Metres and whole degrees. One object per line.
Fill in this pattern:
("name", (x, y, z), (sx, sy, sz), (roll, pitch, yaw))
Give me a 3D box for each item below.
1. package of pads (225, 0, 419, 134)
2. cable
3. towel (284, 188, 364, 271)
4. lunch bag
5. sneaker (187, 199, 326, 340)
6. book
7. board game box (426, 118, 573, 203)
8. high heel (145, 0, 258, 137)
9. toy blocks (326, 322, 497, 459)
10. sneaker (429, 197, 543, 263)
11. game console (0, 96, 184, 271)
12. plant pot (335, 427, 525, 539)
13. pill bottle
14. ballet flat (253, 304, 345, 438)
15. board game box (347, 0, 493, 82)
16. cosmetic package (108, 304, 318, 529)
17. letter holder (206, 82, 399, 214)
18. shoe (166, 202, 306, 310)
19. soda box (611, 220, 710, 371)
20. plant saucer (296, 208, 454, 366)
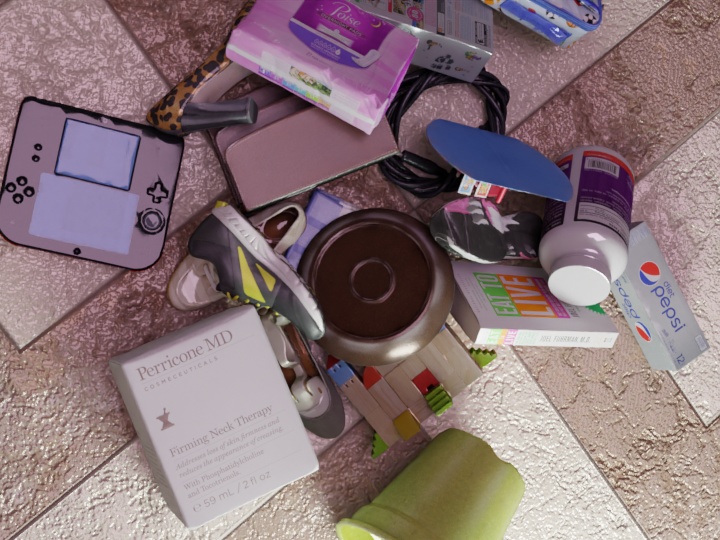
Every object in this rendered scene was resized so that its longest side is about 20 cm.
("package of pads", (-0.043, -0.258, 1.373), (0.199, 0.076, 0.121), (28, 64, 1))
("cable", (0.113, -0.186, 1.534), (0.199, 0.051, 0.164), (-20, 94, -17))
("towel", (0.000, 0.000, 1.508), (0.199, 0.024, 0.148), (26, 83, -13))
("lunch bag", (0.230, -0.380, 1.525), (0.199, 0.075, 0.161), (20, 58, -29))
("sneaker", (-0.121, 0.012, 1.393), (0.085, 0.074, 0.200), (-41, 92, 1))
("book", (0.211, 0.048, 1.508), (0.199, 0.134, 0.048), (3, 123, -24))
("board game box", (0.166, -0.124, 1.476), (0.199, 0.158, 0.039), (11, 120, -25))
("high heel", (-0.186, -0.254, 1.445), (0.141, 0.072, 0.201), (-4, 58, 16))
("toy blocks", (0.052, 0.117, 1.476), (0.200, 0.100, 0.137), (-38, 97, 8))
("sneaker", (0.146, -0.037, 1.490), (0.199, 0.086, 0.081), (12, 70, -47))
("game console", (-0.321, -0.100, 1.408), (0.199, 0.031, 0.178), (13, 85, -17))
("plant pot", (0.103, 0.304, 1.456), (0.200, 0.200, 0.184), (45, 66, -11))
("pill bottle", (0.288, -0.056, 1.513), (0.112, 0.112, 0.201), (27, 51, -15))
("ballet flat", (-0.082, 0.124, 1.453), (0.067, 0.064, 0.201), (-25, 95, 11))
("board game box", (0.065, -0.337, 1.488), (0.199, 0.064, 0.148), (15, 55, -18))
("cosmetic package", (-0.174, 0.165, 1.374), (0.166, 0.166, 0.201), (-23, 94, -16))
("letter holder", (-0.076, -0.169, 1.438), (0.199, 0.101, 0.143), (-22, 93, -9))
("shoe", (-0.151, -0.021, 1.439), (0.199, 0.053, 0.070), (-36, 96, -8))
("soda box", (0.390, 0.035, 1.603), (0.063, 0.068, 0.201), (-31, 97, -16))
("plant saucer", (0.015, 0.015, 1.442), (0.198, 0.032, 0.202), (-2, 74, 7))
